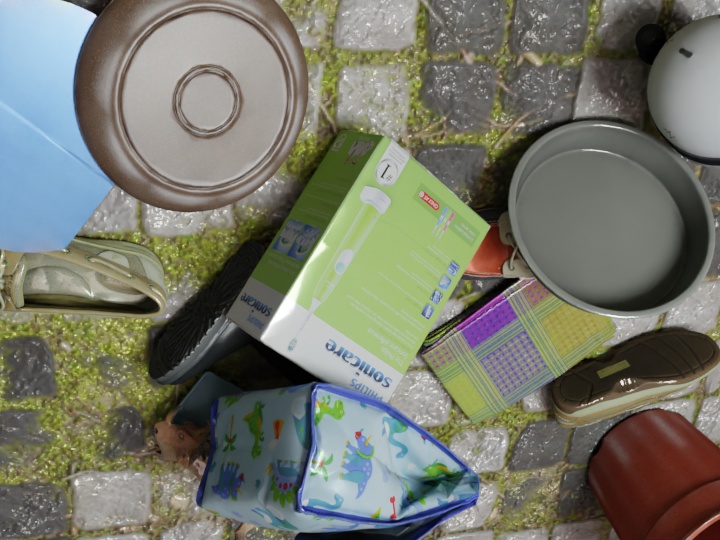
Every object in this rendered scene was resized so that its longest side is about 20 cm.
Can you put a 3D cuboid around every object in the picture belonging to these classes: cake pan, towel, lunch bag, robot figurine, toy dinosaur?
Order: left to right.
[{"bbox_3d":[-0.096,0.182,0.918,0.198,0.086,0.138,-15,102,-23],"label":"toy dinosaur"},{"bbox_3d":[-0.018,0.180,0.825,0.198,0.169,0.129,20,69,-36],"label":"lunch bag"},{"bbox_3d":[0.174,0.071,0.999,0.199,0.023,0.144,-35,122,3],"label":"towel"},{"bbox_3d":[0.230,-0.045,0.872,0.197,0.203,0.037,-12,159,-12],"label":"cake pan"},{"bbox_3d":[0.325,-0.158,0.833,0.148,0.199,0.127,-2,91,24],"label":"robot figurine"}]

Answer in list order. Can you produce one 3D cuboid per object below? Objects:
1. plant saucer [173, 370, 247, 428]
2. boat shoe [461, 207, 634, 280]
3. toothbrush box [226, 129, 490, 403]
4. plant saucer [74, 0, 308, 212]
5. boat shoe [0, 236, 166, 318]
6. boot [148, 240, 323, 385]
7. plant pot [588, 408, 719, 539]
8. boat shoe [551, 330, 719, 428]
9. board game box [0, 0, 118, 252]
[{"bbox_3d":[-0.101,0.167,0.963,0.199,0.019,0.070,34,103,-30],"label":"plant saucer"},{"bbox_3d":[0.167,-0.025,0.909,0.197,0.063,0.072,-5,103,-11],"label":"boat shoe"},{"bbox_3d":[0.000,0.000,0.830,0.145,0.086,0.202,34,82,-31],"label":"toothbrush box"},{"bbox_3d":[-0.128,-0.140,0.756,0.198,0.032,0.203,-11,116,-25],"label":"plant saucer"},{"bbox_3d":[-0.265,0.007,0.791,0.198,0.063,0.074,10,115,-21],"label":"boat shoe"},{"bbox_3d":[-0.080,0.090,0.901,0.165,0.066,0.200,-45,125,6],"label":"boot"},{"bbox_3d":[0.373,0.278,1.077,0.198,0.196,0.203,-8,120,-14],"label":"plant pot"},{"bbox_3d":[0.310,0.128,1.058,0.197,0.072,0.077,-15,136,-2],"label":"boat shoe"},{"bbox_3d":[-0.262,-0.117,0.739,0.158,0.039,0.201,37,91,-33],"label":"board game box"}]
